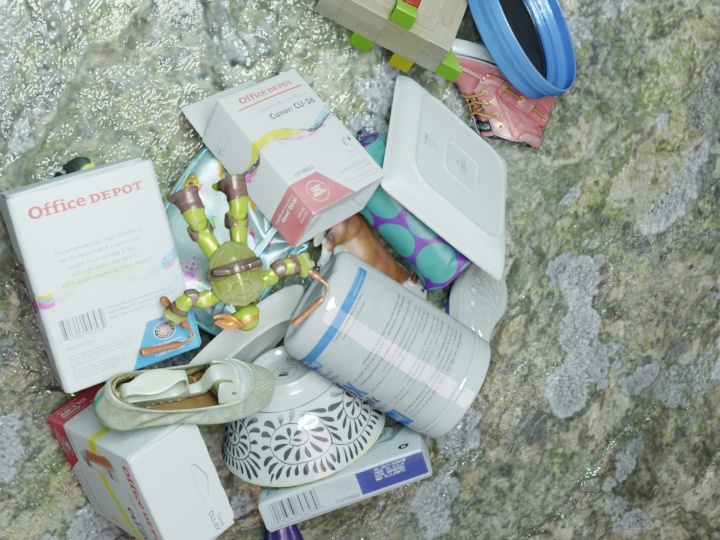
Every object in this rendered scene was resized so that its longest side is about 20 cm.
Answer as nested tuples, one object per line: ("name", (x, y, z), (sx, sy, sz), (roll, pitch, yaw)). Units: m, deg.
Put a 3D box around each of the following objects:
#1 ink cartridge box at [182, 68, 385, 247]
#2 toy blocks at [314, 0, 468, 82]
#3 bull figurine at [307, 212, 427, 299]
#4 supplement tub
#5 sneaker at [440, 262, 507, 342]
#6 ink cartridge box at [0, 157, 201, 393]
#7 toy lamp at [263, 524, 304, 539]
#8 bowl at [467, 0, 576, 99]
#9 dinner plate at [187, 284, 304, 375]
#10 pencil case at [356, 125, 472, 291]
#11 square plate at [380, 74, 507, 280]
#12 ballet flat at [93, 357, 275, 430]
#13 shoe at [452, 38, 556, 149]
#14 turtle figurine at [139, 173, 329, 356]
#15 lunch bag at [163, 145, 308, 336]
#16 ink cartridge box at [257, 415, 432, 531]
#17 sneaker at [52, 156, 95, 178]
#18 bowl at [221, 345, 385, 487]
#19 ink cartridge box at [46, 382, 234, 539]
("ink cartridge box", (-0.084, -0.136, 1.025), (0.116, 0.068, 0.200), (-32, 75, -39))
("toy blocks", (0.045, -0.319, 1.070), (0.199, 0.100, 0.138), (25, 69, -9))
("bull figurine", (0.000, 0.000, 1.170), (0.200, 0.065, 0.122), (51, 55, -18))
("supplement tub", (0.028, 0.082, 1.062), (0.199, 0.132, 0.133), (33, 93, -10))
("sneaker", (0.106, 0.084, 1.247), (0.080, 0.146, 0.201), (36, 47, -17))
("ink cartridge box", (-0.261, -0.001, 0.969), (0.143, 0.084, 0.202), (-19, 107, -23))
("toy lamp", (-0.093, 0.413, 1.278), (0.058, 0.058, 0.202), (-13, 110, -17))
("bowl", (0.183, -0.291, 1.108), (0.039, 0.202, 0.201), (-21, 123, 33))
("dinner plate", (-0.135, 0.091, 1.095), (0.200, 0.200, 0.024), (-40, 80, -6))
("pencil case", (0.048, -0.069, 1.131), (0.200, 0.092, 0.085), (47, 60, -16))
("square plate", (0.110, -0.116, 1.131), (0.198, 0.201, 0.028), (36, 132, -28))
("ballet flat", (-0.167, 0.121, 0.975), (0.198, 0.068, 0.063), (-8, 148, -32))
("shoe", (0.152, -0.211, 1.167), (0.199, 0.071, 0.092), (14, 92, -30))
("turtle figurine", (-0.137, -0.004, 0.945), (0.198, 0.064, 0.163), (-18, 91, -12))
("lunch bag", (-0.148, -0.036, 1.079), (0.160, 0.077, 0.201), (35, 92, -7))
("ink cartridge box", (-0.018, 0.218, 1.146), (0.198, 0.200, 0.041), (-20, 101, 3))
("sneaker", (-0.295, -0.026, 1.055), (0.090, 0.078, 0.202), (-3, 112, -31))
("bowl", (-0.076, 0.147, 1.116), (0.199, 0.201, 0.095), (-21, 118, -14))
("ink cartridge box", (-0.245, 0.217, 1.066), (0.083, 0.199, 0.146), (-34, 117, -33))
